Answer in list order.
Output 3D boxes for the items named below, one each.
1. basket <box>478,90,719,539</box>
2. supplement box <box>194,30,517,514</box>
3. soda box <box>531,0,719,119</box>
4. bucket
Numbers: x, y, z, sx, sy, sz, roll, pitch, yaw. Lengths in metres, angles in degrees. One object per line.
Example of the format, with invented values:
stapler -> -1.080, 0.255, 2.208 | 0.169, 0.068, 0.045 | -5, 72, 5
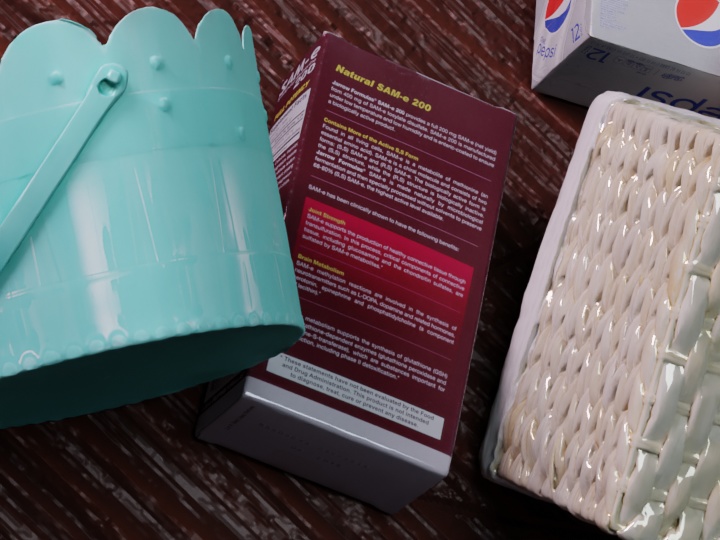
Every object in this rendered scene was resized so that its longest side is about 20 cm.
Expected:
basket -> 0.190, 0.039, 1.391 | 0.197, 0.161, 0.201 | 17, 91, -19
supplement box -> 0.000, 0.000, 1.417 | 0.108, 0.061, 0.201 | 23, 60, -17
soda box -> 0.190, -0.107, 1.560 | 0.199, 0.068, 0.064 | 15, 63, -20
bucket -> -0.124, -0.016, 1.281 | 0.206, 0.207, 0.135 | -8, 79, -30
